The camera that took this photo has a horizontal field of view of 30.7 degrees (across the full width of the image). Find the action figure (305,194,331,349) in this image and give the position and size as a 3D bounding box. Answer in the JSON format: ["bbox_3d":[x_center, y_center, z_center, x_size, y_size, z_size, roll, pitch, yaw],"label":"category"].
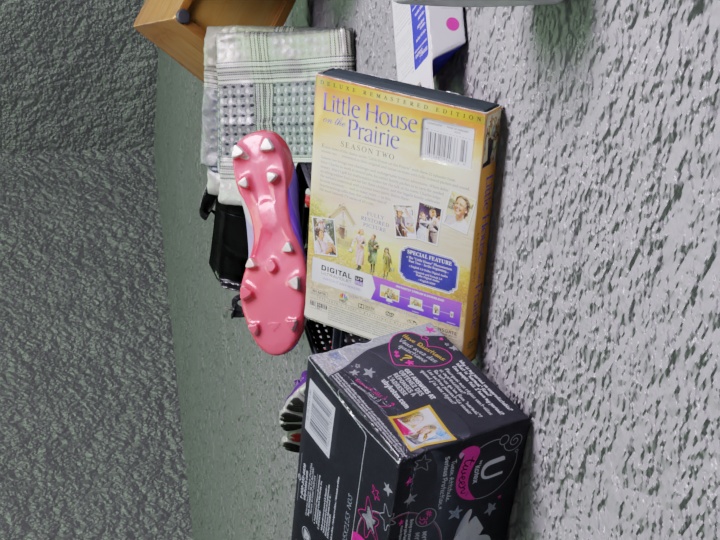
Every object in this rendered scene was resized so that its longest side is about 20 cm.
[{"bbox_3d":[-0.025,-0.019,1.320,0.099,0.065,0.202,-141,49,-61],"label":"action figure"}]

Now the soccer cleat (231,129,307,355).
[{"bbox_3d":[-0.074,-0.026,1.178,0.076,0.066,0.202,-1,-97,-72],"label":"soccer cleat"}]

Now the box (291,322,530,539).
[{"bbox_3d":[0.030,0.162,0.956,0.132,0.114,0.202,45,137,45],"label":"box"}]

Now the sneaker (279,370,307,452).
[{"bbox_3d":[-0.057,0.144,1.472,0.200,0.080,0.084,116,155,-65],"label":"sneaker"}]

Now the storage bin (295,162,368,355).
[{"bbox_3d":[0.000,0.000,1.165,0.201,0.093,0.136,-111,23,-57],"label":"storage bin"}]

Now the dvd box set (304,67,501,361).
[{"bbox_3d":[0.027,-0.040,0.980,0.029,0.145,0.202,-31,-50,-53],"label":"dvd box set"}]

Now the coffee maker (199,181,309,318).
[{"bbox_3d":[-0.108,-0.082,1.541,0.193,0.133,0.202,-115,27,-50],"label":"coffee maker"}]

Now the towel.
[{"bbox_3d":[-0.093,-0.165,1.402,0.198,0.034,0.195,6,101,32],"label":"towel"}]

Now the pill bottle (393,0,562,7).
[{"bbox_3d":[0.071,-0.261,0.778,0.112,0.111,0.202,-147,56,-74],"label":"pill bottle"}]

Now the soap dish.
[{"bbox_3d":[-0.150,-0.319,1.506,0.081,0.157,0.201,8,68,51],"label":"soap dish"}]

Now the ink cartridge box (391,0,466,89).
[{"bbox_3d":[0.050,-0.218,1.038,0.095,0.037,0.202,144,125,-73],"label":"ink cartridge box"}]
